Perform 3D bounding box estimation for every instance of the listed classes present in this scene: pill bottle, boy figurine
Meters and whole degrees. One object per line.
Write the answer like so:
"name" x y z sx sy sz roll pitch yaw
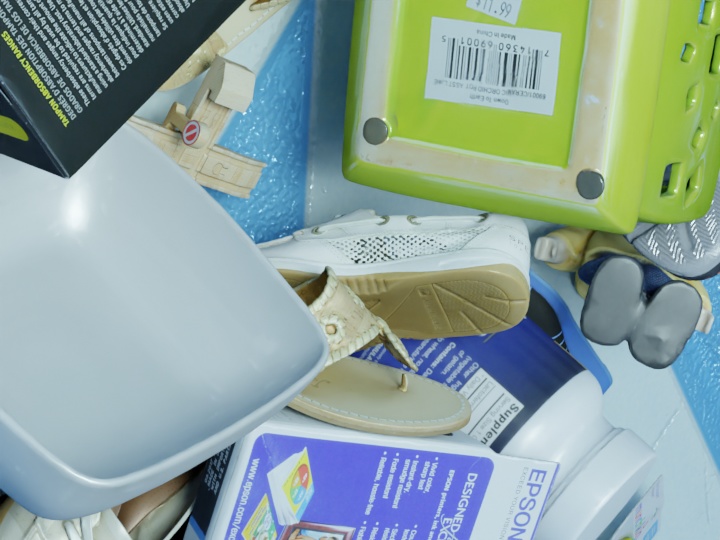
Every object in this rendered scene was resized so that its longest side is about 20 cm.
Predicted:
"pill bottle" 0.070 0.079 1.198 0.116 0.200 0.116 -45 166 -15
"boy figurine" 0.168 0.007 1.318 0.124 0.200 0.065 23 98 -3

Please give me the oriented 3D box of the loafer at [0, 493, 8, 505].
"loafer" -0.237 0.151 1.056 0.199 0.075 0.070 -9 94 -42

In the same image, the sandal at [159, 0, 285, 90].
"sandal" -0.040 -0.170 1.105 0.212 0.069 0.078 -46 130 -20

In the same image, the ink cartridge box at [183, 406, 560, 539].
"ink cartridge box" -0.008 0.175 1.116 0.199 0.043 0.199 10 107 -28

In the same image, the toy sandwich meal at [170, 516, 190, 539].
"toy sandwich meal" -0.082 0.141 1.185 0.204 0.070 0.207 -16 115 -38

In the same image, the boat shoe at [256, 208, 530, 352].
"boat shoe" 0.000 0.000 1.137 0.071 0.199 0.070 72 22 -45

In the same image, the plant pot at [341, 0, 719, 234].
"plant pot" 0.097 -0.126 1.125 0.181 0.199 0.200 -28 127 -66

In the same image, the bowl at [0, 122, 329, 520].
"bowl" -0.140 0.026 0.983 0.199 0.200 0.075 -27 158 -48

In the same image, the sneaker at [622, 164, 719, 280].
"sneaker" 0.198 -0.053 1.292 0.077 0.201 0.112 -35 137 12

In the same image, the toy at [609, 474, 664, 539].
"toy" 0.172 0.252 1.444 0.200 0.047 0.115 -48 158 -16

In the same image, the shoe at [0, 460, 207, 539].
"shoe" -0.127 0.118 1.075 0.200 0.053 0.070 -44 109 -37

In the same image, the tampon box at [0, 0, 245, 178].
"tampon box" -0.142 -0.166 0.968 0.200 0.149 0.127 -47 129 -20

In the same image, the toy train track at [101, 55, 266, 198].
"toy train track" -0.108 -0.019 1.100 0.114 0.033 0.201 17 107 -46

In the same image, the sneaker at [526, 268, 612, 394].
"sneaker" 0.099 0.056 1.321 0.200 0.070 0.078 47 67 -41

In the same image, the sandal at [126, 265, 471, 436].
"sandal" -0.034 0.030 1.075 0.210 0.078 0.070 13 111 -6
